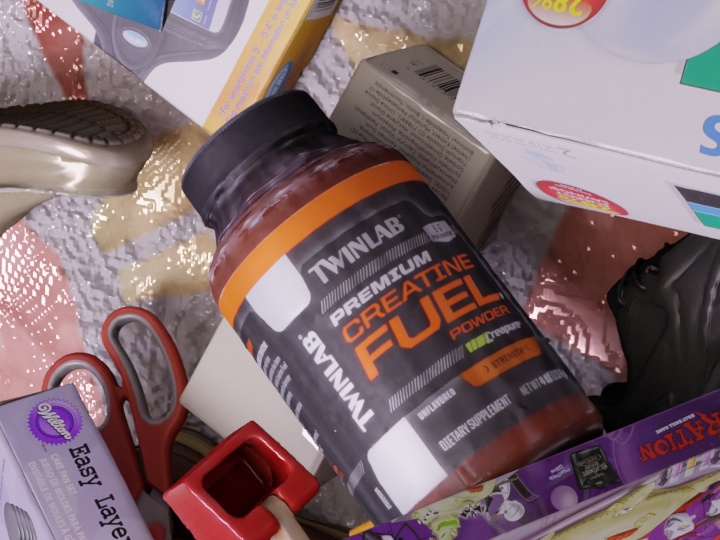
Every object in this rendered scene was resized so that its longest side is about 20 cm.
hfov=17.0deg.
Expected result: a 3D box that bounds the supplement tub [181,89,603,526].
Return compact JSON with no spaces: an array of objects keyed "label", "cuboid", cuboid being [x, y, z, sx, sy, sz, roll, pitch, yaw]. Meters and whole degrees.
[{"label":"supplement tub","cuboid":[0.006,0.021,1.026,0.107,0.107,0.200,-45,74,27]}]

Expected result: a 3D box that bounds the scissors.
[{"label":"scissors","cuboid":[-0.095,0.113,1.162,0.073,0.014,0.201,-27,69,6]}]

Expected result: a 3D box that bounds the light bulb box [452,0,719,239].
[{"label":"light bulb box","cuboid":[0.166,-0.117,0.952,0.197,0.125,0.201,14,82,23]}]

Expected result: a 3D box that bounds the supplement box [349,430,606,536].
[{"label":"supplement box","cuboid":[0.095,0.179,1.070,0.125,0.074,0.201,-27,75,-5]}]

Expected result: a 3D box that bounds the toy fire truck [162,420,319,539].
[{"label":"toy fire truck","cuboid":[-0.022,0.175,1.092,0.200,0.049,0.141,49,145,1]}]

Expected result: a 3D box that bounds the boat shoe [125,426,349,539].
[{"label":"boat shoe","cuboid":[-0.046,0.153,1.187,0.199,0.067,0.072,33,114,16]}]

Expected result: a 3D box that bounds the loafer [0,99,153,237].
[{"label":"loafer","cuboid":[-0.185,-0.047,1.212,0.199,0.075,0.069,4,105,35]}]

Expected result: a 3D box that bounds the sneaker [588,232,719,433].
[{"label":"sneaker","cuboid":[0.157,0.008,1.054,0.090,0.076,0.201,32,112,23]}]

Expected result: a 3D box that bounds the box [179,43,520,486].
[{"label":"box","cuboid":[0.000,0.000,1.129,0.082,0.068,0.201,37,115,15]}]

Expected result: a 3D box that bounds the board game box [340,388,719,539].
[{"label":"board game box","cuboid":[0.082,0.111,0.983,0.199,0.120,0.032,-21,64,-11]}]

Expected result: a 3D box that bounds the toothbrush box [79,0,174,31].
[{"label":"toothbrush box","cuboid":[-0.158,-0.204,1.038,0.199,0.086,0.147,22,156,0]}]

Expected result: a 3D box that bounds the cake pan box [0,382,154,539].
[{"label":"cake pan box","cuboid":[-0.126,0.183,1.144,0.185,0.052,0.201,60,155,31]}]

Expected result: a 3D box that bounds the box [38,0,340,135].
[{"label":"box","cuboid":[-0.103,-0.164,1.160,0.199,0.041,0.119,36,115,12]}]
